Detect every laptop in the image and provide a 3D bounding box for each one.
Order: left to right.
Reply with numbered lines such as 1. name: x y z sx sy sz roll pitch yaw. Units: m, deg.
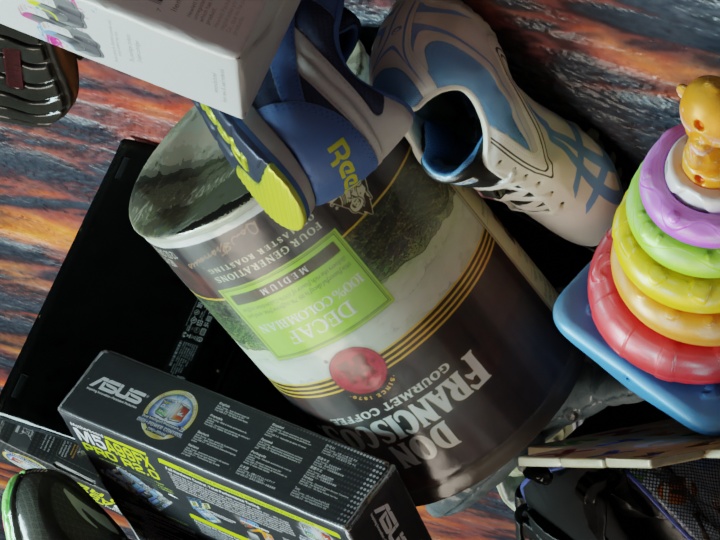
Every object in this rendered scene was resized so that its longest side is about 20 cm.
1. laptop: -0.075 0.050 1.684 0.200 0.188 0.116 16 160 23

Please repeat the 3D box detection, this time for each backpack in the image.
1. backpack: 0.203 0.151 1.639 0.191 0.154 0.200 52 166 1

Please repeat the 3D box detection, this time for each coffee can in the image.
1. coffee can: 0.000 0.000 1.449 0.146 0.146 0.200 -1 135 53

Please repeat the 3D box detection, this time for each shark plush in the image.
1. shark plush: 0.105 0.085 1.584 0.091 0.084 0.200 29 153 -37

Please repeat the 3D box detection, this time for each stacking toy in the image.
1. stacking toy: 0.161 -0.028 1.338 0.116 0.110 0.200 36 155 24

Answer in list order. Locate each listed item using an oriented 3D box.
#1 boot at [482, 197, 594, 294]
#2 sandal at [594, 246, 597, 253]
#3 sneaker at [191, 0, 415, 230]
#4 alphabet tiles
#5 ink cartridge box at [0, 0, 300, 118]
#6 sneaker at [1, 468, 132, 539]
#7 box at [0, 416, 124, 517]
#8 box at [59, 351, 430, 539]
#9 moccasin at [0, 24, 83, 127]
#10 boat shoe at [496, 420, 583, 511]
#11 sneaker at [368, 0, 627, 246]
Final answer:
1. boot: 0.039 -0.012 1.586 0.199 0.070 0.132 15 160 -6
2. sandal: 0.208 0.034 1.487 0.200 0.054 0.080 21 165 -12
3. sneaker: -0.050 -0.114 1.321 0.200 0.082 0.074 57 172 19
4. alphabet tiles: 0.185 0.079 1.410 0.200 0.006 0.166 -8 -178 -35
5. ink cartridge box: -0.120 -0.162 1.264 0.200 0.115 0.068 22 161 8
6. sneaker: -0.105 0.172 1.509 0.200 0.077 0.084 45 124 -4
7. box: -0.107 0.051 1.710 0.160 0.200 0.044 26 162 -7
8. box: -0.046 0.133 1.498 0.200 0.044 0.160 19 149 36
9. moccasin: -0.182 -0.137 1.498 0.073 0.078 0.201 6 156 6
10. boat shoe: 0.106 0.099 1.796 0.072 0.062 0.200 16 159 24
11. sneaker: 0.064 -0.059 1.393 0.072 0.073 0.200 6 156 39
